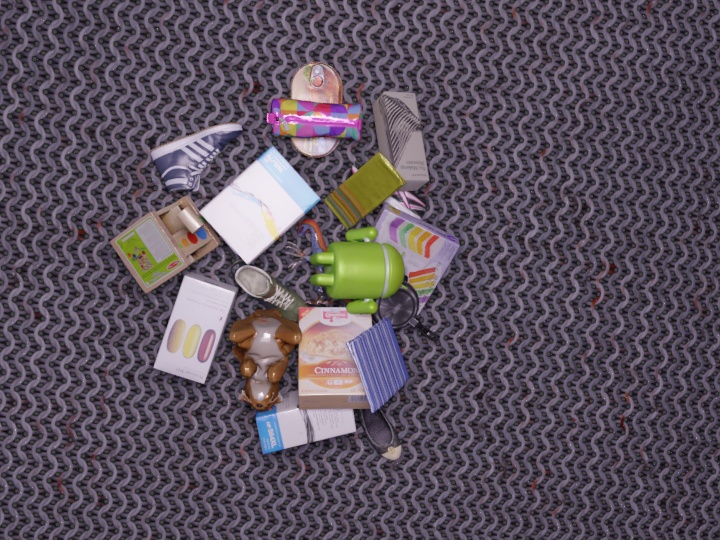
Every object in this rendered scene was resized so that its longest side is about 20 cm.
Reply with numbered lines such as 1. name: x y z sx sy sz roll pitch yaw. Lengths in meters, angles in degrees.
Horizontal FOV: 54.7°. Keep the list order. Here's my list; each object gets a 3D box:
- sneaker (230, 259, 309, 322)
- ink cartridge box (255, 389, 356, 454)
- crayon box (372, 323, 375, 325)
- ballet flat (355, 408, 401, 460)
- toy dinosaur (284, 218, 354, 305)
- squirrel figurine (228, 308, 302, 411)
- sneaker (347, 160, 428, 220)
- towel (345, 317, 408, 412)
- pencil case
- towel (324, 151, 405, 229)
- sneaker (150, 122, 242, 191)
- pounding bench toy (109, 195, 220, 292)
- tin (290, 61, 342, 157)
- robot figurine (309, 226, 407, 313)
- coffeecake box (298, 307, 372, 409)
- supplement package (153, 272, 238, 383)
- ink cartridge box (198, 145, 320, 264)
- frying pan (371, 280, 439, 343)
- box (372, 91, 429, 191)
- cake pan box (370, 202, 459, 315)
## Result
1. sneaker: -0.194 0.049 1.483 0.200 0.090 0.067 37 88 -8
2. ink cartridge box: -0.117 0.308 1.481 0.199 0.146 0.085 -11 96 -6
3. crayon box: -0.028 0.182 1.502 0.199 0.052 0.126 -3 59 -6
4. ballet flat: 0.031 0.338 1.546 0.066 0.057 0.200 -30 97 -3
5. toy dinosaur: -0.085 -0.016 1.502 0.199 0.105 0.182 9 82 -24
6. squirrel figurine: -0.199 0.186 1.440 0.141 0.200 0.187 -1 108 -10
7. sneaker: 0.063 -0.178 1.517 0.200 0.080 0.086 38 77 -16
8. towel: 0.037 0.183 1.388 0.024 0.200 0.145 -19 92 25
9. pencil case: -0.094 -0.311 1.441 0.199 0.088 0.089 0 94 -7
10. towel: 0.005 -0.164 1.460 0.086 0.200 0.018 47 45 -7
11. sneaker: -0.329 -0.232 1.458 0.199 0.070 0.109 -20 91 2
12. pounding bench toy: -0.359 -0.075 1.397 0.200 0.156 0.124 -29 99 27
13. tin: -0.097 -0.343 1.497 0.112 0.042 0.201 2 94 -11
14. robot figurine: 0.000 0.000 1.412 0.199 0.116 0.176 0 84 -16
15. coffeecake box: -0.051 0.178 1.426 0.153 0.073 0.201 0 55 -5
16. supplement package: -0.342 0.118 1.460 0.113 0.110 0.201 18 91 -7
17. ink cartridge box: -0.207 -0.132 1.442 0.200 0.147 0.146 -43 98 -3
18. frying pan: 0.090 0.108 1.504 0.115 0.031 0.190 -29 108 -5
19. box: 0.084 -0.272 1.473 0.082 0.068 0.201 -4 77 -23
20. cake pan box: 0.088 -0.020 1.502 0.184 0.052 0.200 27 114 -7
